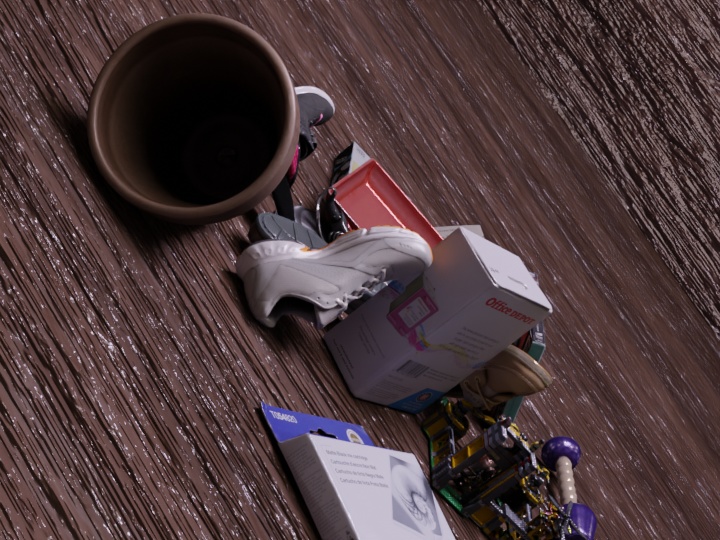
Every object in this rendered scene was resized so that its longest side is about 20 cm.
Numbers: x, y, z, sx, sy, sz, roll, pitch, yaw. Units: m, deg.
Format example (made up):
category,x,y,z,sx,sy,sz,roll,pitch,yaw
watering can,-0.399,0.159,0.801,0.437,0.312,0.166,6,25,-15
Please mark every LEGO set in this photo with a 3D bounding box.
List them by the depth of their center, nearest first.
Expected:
category,x,y,z,sx,sy,sz,roll,pitch,yaw
LEGO set,0.166,0.213,1.678,0.200,0.116,0.154,48,19,-12

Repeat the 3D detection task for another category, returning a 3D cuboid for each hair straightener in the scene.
category,x,y,z,sx,sy,sz,roll,pitch,yaw
hair straightener,0.000,0.000,1.735,0.200,0.041,0.077,67,19,-13

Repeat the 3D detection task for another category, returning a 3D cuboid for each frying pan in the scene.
category,x,y,z,sx,sy,sz,roll,pitch,yaw
frying pan,-0.029,-0.013,1.783,0.190,0.031,0.115,36,27,-35

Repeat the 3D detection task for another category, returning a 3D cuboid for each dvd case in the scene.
category,x,y,z,sx,sy,sz,roll,pitch,yaw
dvd case,0.194,0.105,1.925,0.022,0.146,0.200,17,24,-6

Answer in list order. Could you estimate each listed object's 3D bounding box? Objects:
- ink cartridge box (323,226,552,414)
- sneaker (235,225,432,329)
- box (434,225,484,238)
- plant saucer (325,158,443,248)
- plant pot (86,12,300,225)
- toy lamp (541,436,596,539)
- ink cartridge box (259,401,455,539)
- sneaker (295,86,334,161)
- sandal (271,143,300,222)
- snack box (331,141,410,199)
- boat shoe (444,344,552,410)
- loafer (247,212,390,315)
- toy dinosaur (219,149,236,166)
category,x,y,z,sx,sy,sz,roll,pitch,yaw
ink cartridge box,0.085,0.057,1.646,0.144,0.200,0.085,23,34,-56
sneaker,-0.022,0.016,1.550,0.076,0.199,0.092,92,-12,-57
box,0.134,0.025,1.978,0.200,0.082,0.069,-104,-167,-52
plant saucer,0.042,-0.032,1.853,0.200,0.037,0.200,50,22,-1
plant pot,-0.145,-0.131,1.504,0.200,0.200,0.175,56,2,13
toy lamp,0.254,0.275,1.872,0.058,0.058,0.200,45,20,-20
ink cartridge box,0.009,0.208,1.437,0.199,0.041,0.200,20,36,-58
sneaker,-0.080,-0.173,1.896,0.200,0.071,0.099,0,56,-60
sandal,-0.085,-0.121,1.680,0.075,0.045,0.200,-128,-157,-79
snack box,0.013,-0.083,1.990,0.116,0.037,0.200,45,19,-16
boat shoe,0.143,0.125,1.735,0.074,0.069,0.200,45,-17,-17
loafer,-0.044,0.009,1.654,0.200,0.063,0.072,29,30,-27
toy dinosaur,-0.146,-0.146,1.671,0.200,0.077,0.103,4,64,-61
